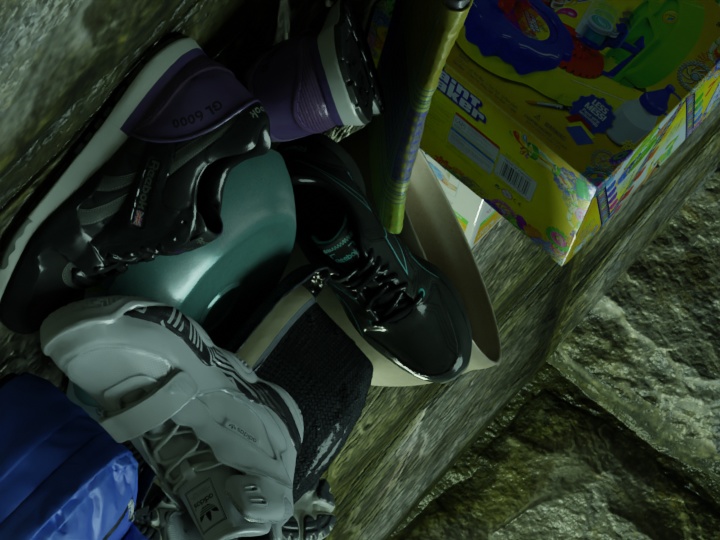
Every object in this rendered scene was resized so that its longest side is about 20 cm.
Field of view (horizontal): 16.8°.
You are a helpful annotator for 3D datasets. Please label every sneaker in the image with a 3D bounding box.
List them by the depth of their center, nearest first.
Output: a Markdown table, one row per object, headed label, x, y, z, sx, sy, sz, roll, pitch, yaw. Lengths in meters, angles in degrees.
| label | x | y | z | sx | sy | sz | roll | pitch | yaw |
| --- | --- | --- | --- | --- | --- | --- | --- | --- | --- |
| sneaker | -0.129 | -0.029 | 1.374 | 0.200 | 0.088 | 0.076 | -53 | 168 | 16 |
| sneaker | -0.104 | 0.097 | 1.411 | 0.075 | 0.115 | 0.200 | -31 | 135 | 27 |
| sneaker | -0.040 | -0.118 | 1.496 | 0.087 | 0.076 | 0.200 | -17 | -175 | 7 |
| sneaker | 0.000 | 0.000 | 1.643 | 0.075 | 0.200 | 0.079 | -38 | -175 | 15 |
| sneaker | -0.113 | 0.172 | 1.700 | 0.200 | 0.078 | 0.080 | 13 | 150 | -33 |

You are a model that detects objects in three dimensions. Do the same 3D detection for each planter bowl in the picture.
| label | x | y | z | sx | sy | sz | roll | pitch | yaw |
| --- | --- | --- | --- | --- | --- | --- | --- | --- | --- |
| planter bowl | 0.001 | 0.002 | 1.783 | 0.134 | 0.201 | 0.200 | -24 | 173 | 11 |

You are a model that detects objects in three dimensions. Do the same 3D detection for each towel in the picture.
| label | x | y | z | sx | sy | sz | roll | pitch | yaw |
| --- | --- | --- | --- | --- | --- | --- | --- | --- | --- |
| towel | 0.037 | -0.139 | 1.559 | 0.144 | 0.023 | 0.200 | -95 | -164 | -48 |

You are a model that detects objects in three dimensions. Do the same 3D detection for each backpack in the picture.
| label | x | y | z | sx | sy | sz | roll | pitch | yaw |
| --- | --- | --- | --- | --- | --- | --- | --- | --- | --- |
| backpack | -0.210 | 0.168 | 1.517 | 0.163 | 0.168 | 0.200 | -50 | 167 | -36 |

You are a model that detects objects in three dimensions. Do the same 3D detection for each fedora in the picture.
| label | x | y | z | sx | sy | sz | roll | pitch | yaw |
| --- | --- | --- | --- | --- | --- | --- | --- | --- | --- |
| fedora | -0.057 | 0.096 | 1.577 | 0.201 | 0.092 | 0.201 | -54 | 174 | -8 |

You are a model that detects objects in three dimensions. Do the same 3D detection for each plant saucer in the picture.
| label | x | y | z | sx | sy | sz | roll | pitch | yaw |
| --- | --- | --- | --- | --- | --- | --- | --- | --- | --- |
| plant saucer | -0.100 | 0.015 | 1.527 | 0.200 | 0.036 | 0.200 | -47 | 164 | -18 |

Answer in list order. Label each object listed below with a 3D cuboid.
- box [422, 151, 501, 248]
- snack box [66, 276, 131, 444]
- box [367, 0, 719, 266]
| label | x | y | z | sx | sy | sz | roll | pitch | yaw |
| --- | --- | --- | --- | --- | --- | --- | --- | --- | --- |
| box | 0.094 | -0.119 | 1.898 | 0.112 | 0.101 | 0.200 | -45 | 167 | -22 |
| snack box | -0.133 | 0.036 | 1.655 | 0.142 | 0.053 | 0.200 | -44 | 166 | -31 |
| box | 0.136 | -0.151 | 1.711 | 0.193 | 0.200 | 0.122 | -45 | 167 | -25 |
